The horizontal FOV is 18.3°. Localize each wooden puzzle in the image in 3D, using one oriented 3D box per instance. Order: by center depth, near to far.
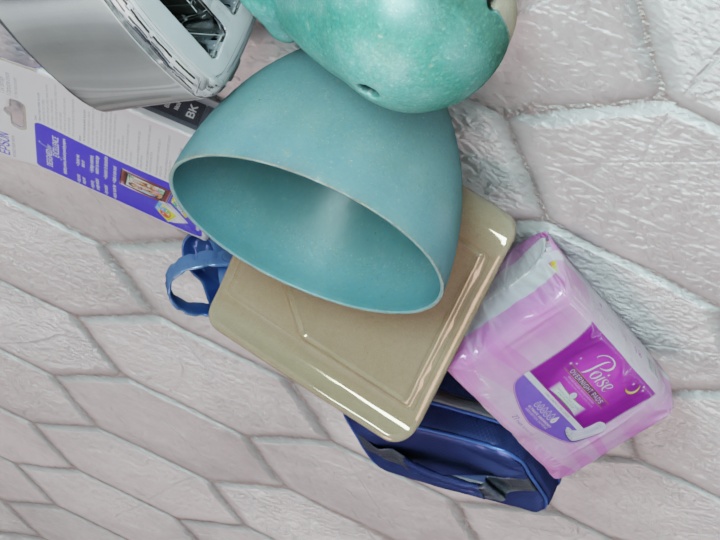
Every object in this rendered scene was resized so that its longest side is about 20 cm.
[{"bbox_3d":[0.000,0.000,1.637,0.185,0.200,0.037,32,-154,12],"label":"wooden puzzle"}]

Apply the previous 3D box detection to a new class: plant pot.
[{"bbox_3d":[-0.012,-0.079,1.513,0.200,0.135,0.200,21,160,8],"label":"plant pot"}]

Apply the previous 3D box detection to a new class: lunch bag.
[{"bbox_3d":[0.094,0.125,1.890,0.200,0.133,0.136,14,157,28],"label":"lunch bag"}]

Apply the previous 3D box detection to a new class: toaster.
[{"bbox_3d":[-0.157,-0.188,1.448,0.129,0.114,0.200,2,148,37],"label":"toaster"}]

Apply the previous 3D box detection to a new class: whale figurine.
[{"bbox_3d":[-0.002,-0.153,1.370,0.200,0.104,0.159,6,153,40],"label":"whale figurine"}]

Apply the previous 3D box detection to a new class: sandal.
[{"bbox_3d":[-0.086,0.030,1.847,0.200,0.087,0.080,28,130,28],"label":"sandal"}]

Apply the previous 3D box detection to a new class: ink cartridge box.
[{"bbox_3d":[-0.200,-0.111,1.770,0.200,0.043,0.198,22,159,1],"label":"ink cartridge box"}]

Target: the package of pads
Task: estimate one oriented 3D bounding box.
[{"bbox_3d":[0.146,0.067,1.712,0.120,0.076,0.200,-32,135,13],"label":"package of pads"}]
